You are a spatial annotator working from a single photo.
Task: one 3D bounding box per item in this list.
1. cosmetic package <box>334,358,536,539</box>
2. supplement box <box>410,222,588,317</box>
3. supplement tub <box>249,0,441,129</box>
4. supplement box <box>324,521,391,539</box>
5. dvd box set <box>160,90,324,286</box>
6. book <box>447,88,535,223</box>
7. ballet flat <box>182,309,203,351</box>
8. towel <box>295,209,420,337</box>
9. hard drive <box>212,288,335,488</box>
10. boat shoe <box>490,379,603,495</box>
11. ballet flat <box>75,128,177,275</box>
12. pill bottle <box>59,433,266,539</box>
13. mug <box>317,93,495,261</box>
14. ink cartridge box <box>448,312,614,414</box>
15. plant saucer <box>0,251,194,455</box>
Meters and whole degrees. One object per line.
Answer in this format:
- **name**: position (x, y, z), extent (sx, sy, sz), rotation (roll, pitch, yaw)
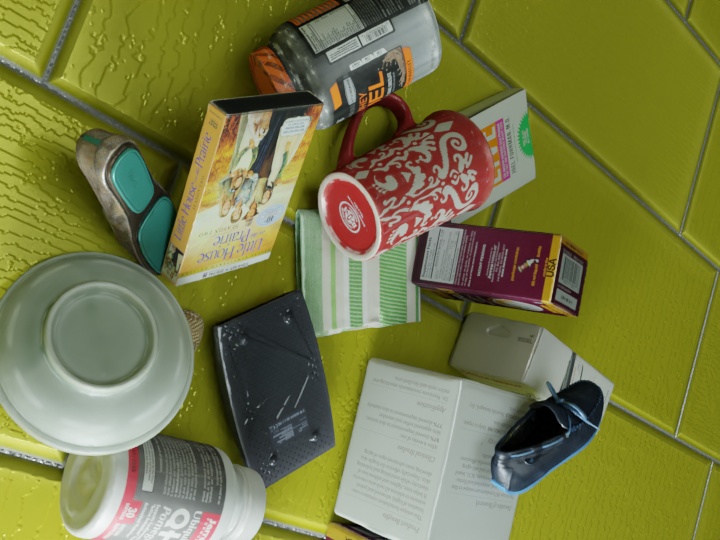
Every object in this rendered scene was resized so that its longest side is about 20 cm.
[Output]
- **cosmetic package**: position (0.095, 0.235, 1.147), extent (0.165, 0.165, 0.205), rotation (19, 82, -42)
- **supplement box**: position (0.178, -0.002, 1.170), extent (0.110, 0.197, 0.088), rotation (22, 78, -55)
- **supplement tub**: position (-0.018, -0.240, 1.016), extent (0.197, 0.122, 0.124), rotation (-29, 114, -12)
- **supplement box**: position (0.012, 0.434, 1.147), extent (0.129, 0.102, 0.205), rotation (17, 84, -42)
- **dvd box set**: position (-0.123, -0.086, 0.941), extent (0.145, 0.029, 0.203), rotation (-18, 140, -50)
- **book**: position (0.167, -0.158, 1.265), extent (0.198, 0.047, 0.136), rotation (-31, 118, -37)
- **ballet flat**: position (-0.231, 0.098, 0.926), extent (0.198, 0.065, 0.072), rotation (-28, 114, -36)
- **towel**: position (0.000, 0.000, 1.147), extent (0.197, 0.023, 0.157), rotation (-4, 96, -39)
- **hard drive**: position (-0.103, 0.136, 1.056), extent (0.133, 0.042, 0.205), rotation (-24, 110, -37)
- **boat shoe**: position (0.232, 0.188, 1.089), extent (0.199, 0.083, 0.070), rotation (-39, 131, -37)
- **ballet flat**: position (-0.229, -0.070, 0.899), extent (0.069, 0.066, 0.202), rotation (-55, 159, -27)
- **pill bottle**: position (-0.197, 0.229, 0.939), extent (0.198, 0.110, 0.113), rotation (23, 80, -40)
- **mug**: position (0.038, -0.111, 1.112), extent (0.198, 0.177, 0.135), rotation (-30, 146, -37)
- **ink cartridge box**: position (0.243, 0.147, 1.292), extent (0.199, 0.143, 0.086), rotation (35, 73, -37)
- **plant saucer**: position (-0.248, 0.068, 0.859), extent (0.196, 0.050, 0.204), rotation (13, 61, -23)
